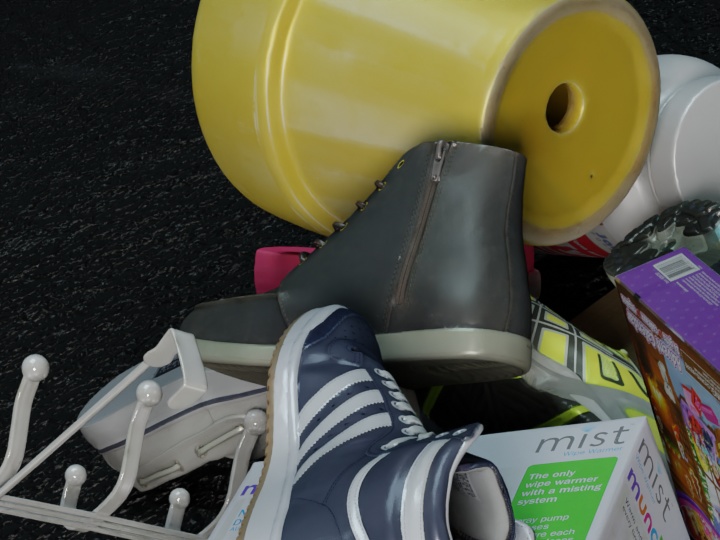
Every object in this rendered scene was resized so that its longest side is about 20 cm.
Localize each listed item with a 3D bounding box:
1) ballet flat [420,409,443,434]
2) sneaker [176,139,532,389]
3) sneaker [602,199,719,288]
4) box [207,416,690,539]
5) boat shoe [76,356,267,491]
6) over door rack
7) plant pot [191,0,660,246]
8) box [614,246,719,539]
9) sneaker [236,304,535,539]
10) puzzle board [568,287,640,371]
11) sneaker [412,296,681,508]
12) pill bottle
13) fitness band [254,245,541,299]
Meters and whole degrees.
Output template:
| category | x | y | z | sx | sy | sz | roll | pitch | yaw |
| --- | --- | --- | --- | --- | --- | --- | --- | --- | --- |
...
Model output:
| category | x | y | z | sx | sy | sz | roll | pitch | yaw |
| --- | --- | --- | --- | --- | --- | --- | --- | --- | --- |
| ballet flat | 0.021 | 0.055 | 1.359 | 0.073 | 0.073 | 0.199 | -34 | 27 | -31 |
| sneaker | 0.000 | 0.000 | 1.235 | 0.199 | 0.107 | 0.075 | -4 | -16 | 34 |
| sneaker | 0.196 | 0.023 | 1.214 | 0.078 | 0.086 | 0.200 | -40 | 22 | -7 |
| box | 0.026 | 0.158 | 1.099 | 0.199 | 0.097 | 0.177 | -9 | 28 | 27 |
| boat shoe | -0.062 | 0.068 | 1.356 | 0.199 | 0.066 | 0.072 | -26 | 21 | 31 |
| over door rack | -0.085 | 0.076 | 1.239 | 0.200 | 0.147 | 0.067 | -29 | 56 | 43 |
| plant pot | 0.046 | -0.100 | 1.330 | 0.200 | 0.202 | 0.188 | -34 | 35 | -29 |
| box | 0.173 | 0.087 | 1.080 | 0.039 | 0.138 | 0.200 | -22 | 23 | -7 |
| sneaker | 0.016 | 0.075 | 1.070 | 0.108 | 0.070 | 0.201 | -18 | 31 | 20 |
| puzzle board | 0.210 | 0.010 | 1.375 | 0.199 | 0.017 | 0.150 | -33 | 25 | -30 |
| sneaker | 0.086 | 0.054 | 1.251 | 0.076 | 0.076 | 0.200 | -12 | 50 | -43 |
| pill bottle | 0.148 | -0.062 | 1.425 | 0.112 | 0.113 | 0.200 | -31 | 16 | -24 |
| fitness band | 0.018 | 0.002 | 1.434 | 0.143 | 0.038 | 0.200 | -5 | 3 | -15 |
